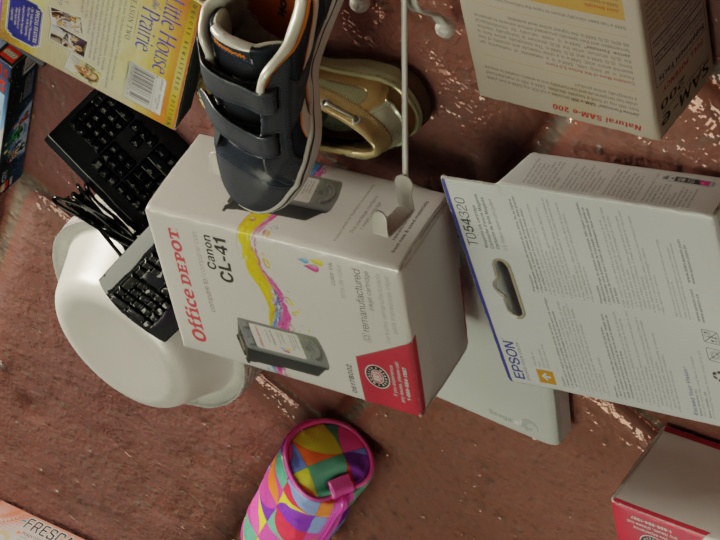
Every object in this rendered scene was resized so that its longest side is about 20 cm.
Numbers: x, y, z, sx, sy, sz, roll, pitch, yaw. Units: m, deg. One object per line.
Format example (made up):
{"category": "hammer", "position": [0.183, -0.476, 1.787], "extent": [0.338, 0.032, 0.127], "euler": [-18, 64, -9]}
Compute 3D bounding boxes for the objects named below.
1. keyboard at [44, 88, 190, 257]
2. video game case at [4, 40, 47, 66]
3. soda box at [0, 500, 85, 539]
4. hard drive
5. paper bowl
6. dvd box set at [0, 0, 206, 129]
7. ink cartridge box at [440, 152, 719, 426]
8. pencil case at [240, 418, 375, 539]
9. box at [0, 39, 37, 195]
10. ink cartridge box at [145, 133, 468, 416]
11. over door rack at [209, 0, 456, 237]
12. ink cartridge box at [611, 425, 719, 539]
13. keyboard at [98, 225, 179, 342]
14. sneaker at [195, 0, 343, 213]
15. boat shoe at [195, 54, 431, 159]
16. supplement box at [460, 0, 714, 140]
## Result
{"category": "keyboard", "position": [-0.153, -0.046, 1.628], "extent": [0.200, 0.104, 0.040], "euler": [45, 176, -6]}
{"category": "video game case", "position": [-0.271, -0.247, 1.521], "extent": [0.143, 0.019, 0.200], "euler": [35, 147, 11]}
{"category": "soda box", "position": [-0.331, 0.320, 2.300], "extent": [0.200, 0.068, 0.064], "euler": [18, 142, 34]}
{"category": "hard drive", "position": [0.086, 0.032, 1.545], "extent": [0.132, 0.026, 0.200], "euler": [22, 143, 28]}
{"category": "paper bowl", "position": [-0.168, 0.031, 1.742], "extent": [0.200, 0.104, 0.201], "euler": [29, 147, 21]}
{"category": "dvd box set", "position": [-0.198, -0.192, 1.473], "extent": [0.200, 0.029, 0.146], "euler": [28, 146, 5]}
{"category": "ink cartridge box", "position": [0.168, 0.011, 1.407], "extent": [0.200, 0.043, 0.197], "euler": [12, 139, 34]}
{"category": "pencil case", "position": [-0.047, 0.202, 1.843], "extent": [0.088, 0.088, 0.200], "euler": [36, 148, 9]}
{"category": "box", "position": [-0.333, -0.158, 1.748], "extent": [0.136, 0.038, 0.200], "euler": [36, 148, 8]}
{"category": "ink cartridge box", "position": [-0.034, 0.003, 1.485], "extent": [0.199, 0.086, 0.148], "euler": [13, 138, 24]}
{"category": "over door rack", "position": [-0.018, -0.141, 1.374], "extent": [0.147, 0.067, 0.201], "euler": [20, 116, 30]}
{"category": "ink cartridge box", "position": [0.270, 0.225, 1.527], "extent": [0.145, 0.084, 0.200], "euler": [18, 141, 32]}
{"category": "keyboard", "position": [-0.094, -0.011, 1.596], "extent": [0.127, 0.021, 0.200], "euler": [34, 122, -21]}
{"category": "sneaker", "position": [-0.066, -0.121, 1.324], "extent": [0.078, 0.079, 0.200], "euler": [27, 121, 25]}
{"category": "boat shoe", "position": [-0.049, -0.112, 1.464], "extent": [0.200, 0.076, 0.072], "euler": [7, 135, 43]}
{"category": "supplement box", "position": [0.120, -0.181, 1.200], "extent": [0.126, 0.074, 0.200], "euler": [18, 142, 32]}
